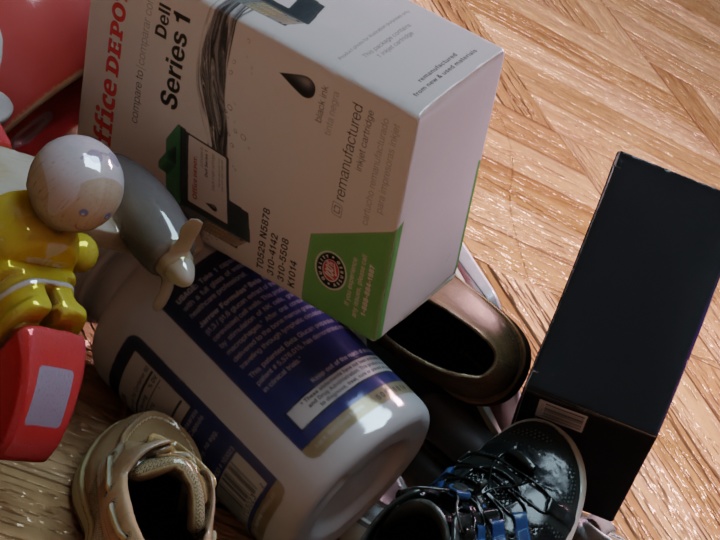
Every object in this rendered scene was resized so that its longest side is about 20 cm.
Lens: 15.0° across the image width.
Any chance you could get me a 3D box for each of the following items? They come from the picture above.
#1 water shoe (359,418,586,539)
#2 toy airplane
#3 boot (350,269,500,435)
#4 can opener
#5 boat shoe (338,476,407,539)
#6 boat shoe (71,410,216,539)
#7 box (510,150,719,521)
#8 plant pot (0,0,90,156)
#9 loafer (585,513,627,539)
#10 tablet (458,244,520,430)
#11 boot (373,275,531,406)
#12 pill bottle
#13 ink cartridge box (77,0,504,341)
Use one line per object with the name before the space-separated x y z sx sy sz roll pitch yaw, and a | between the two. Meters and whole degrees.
water shoe | 0.049 0.133 1.344 0.071 0.079 0.200 28 55 22
toy airplane | -0.165 -0.035 1.287 0.199 0.141 0.200 53 38 -15
boot | 0.024 0.030 1.596 0.144 0.072 0.200 -117 -174 -52
can opener | 0.101 0.141 1.437 0.200 0.053 0.067 42 18 27
boat shoe | -0.025 0.073 1.501 0.201 0.072 0.070 48 21 22
boat shoe | -0.094 0.114 1.296 0.071 0.065 0.200 34 20 -15
box | 0.138 0.040 1.491 0.079 0.142 0.200 19 -17 4
plant pot | -0.223 -0.140 1.456 0.177 0.200 0.200 51 20 4
loafer | 0.125 0.185 1.516 0.070 0.075 0.200 39 20 10
tablet | 0.069 0.048 1.638 0.130 0.014 0.200 -121 -169 -46
boot | 0.000 0.000 1.455 0.200 0.074 0.075 33 3 16
pill bottle | -0.068 0.045 1.427 0.200 0.111 0.111 45 20 16
ink cartridge box | -0.041 -0.080 1.372 0.200 0.146 0.084 29 42 22
